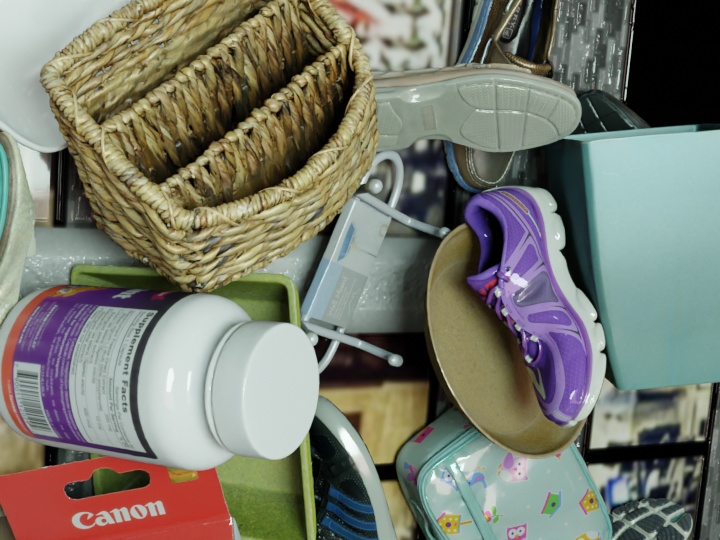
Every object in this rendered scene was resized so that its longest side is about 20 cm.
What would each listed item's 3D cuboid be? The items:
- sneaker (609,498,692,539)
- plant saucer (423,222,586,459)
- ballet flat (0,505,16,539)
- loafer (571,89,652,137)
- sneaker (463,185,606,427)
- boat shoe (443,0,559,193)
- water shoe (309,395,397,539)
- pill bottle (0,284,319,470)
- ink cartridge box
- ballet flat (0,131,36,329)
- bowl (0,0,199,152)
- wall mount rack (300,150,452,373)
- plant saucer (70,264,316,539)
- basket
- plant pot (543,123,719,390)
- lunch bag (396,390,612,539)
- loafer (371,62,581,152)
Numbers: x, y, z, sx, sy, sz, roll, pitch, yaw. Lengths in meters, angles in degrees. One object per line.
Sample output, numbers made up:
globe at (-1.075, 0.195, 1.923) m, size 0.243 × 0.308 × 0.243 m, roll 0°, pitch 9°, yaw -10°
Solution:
sneaker at (0.248, 0.306, 1.023) m, size 0.200 × 0.077 × 0.080 m, roll -45°, pitch 133°, yaw -6°
plant saucer at (0.115, 0.058, 0.861) m, size 0.199 × 0.035 × 0.202 m, roll 19°, pitch 59°, yaw -37°
ballet flat at (-0.248, 0.226, 0.781) m, size 0.067 × 0.046 × 0.200 m, roll -44°, pitch 114°, yaw -10°
loafer at (0.261, -0.090, 0.961) m, size 0.200 × 0.073 × 0.072 m, roll 50°, pitch 39°, yaw -16°
sneaker at (0.126, 0.029, 0.821) m, size 0.083 × 0.081 × 0.201 m, roll -4°, pitch 65°, yaw -29°
boat shoe at (0.120, -0.163, 0.869) m, size 0.072 × 0.072 × 0.202 m, roll 5°, pitch 97°, yaw -26°
water shoe at (-0.020, 0.204, 0.870) m, size 0.079 × 0.071 × 0.201 m, roll -24°, pitch 108°, yaw -17°
pill bottle at (-0.131, 0.068, 0.675) m, size 0.111 × 0.199 × 0.112 m, roll -9°, pitch 100°, yaw -59°
ink cartridge box at (-0.159, 0.225, 0.736) m, size 0.160 × 0.050 × 0.201 m, roll -11°, pitch 117°, yaw 3°
ballet flat at (-0.254, 0.002, 0.707) m, size 0.062 × 0.067 × 0.201 m, roll -8°, pitch 117°, yaw -66°
bowl at (-0.217, -0.205, 0.693) m, size 0.200 × 0.074 × 0.200 m, roll -47°, pitch 124°, yaw -14°
wall mount rack at (0.000, 0.000, 0.810) m, size 0.174 × 0.074 × 0.201 m, roll 23°, pitch 89°, yaw -60°
plant saucer at (-0.114, 0.093, 0.768) m, size 0.048 × 0.198 × 0.202 m, roll -23°, pitch 112°, yaw -59°
basket at (-0.083, -0.102, 0.690) m, size 0.200 × 0.142 × 0.150 m, roll -42°, pitch 148°, yaw -27°
plant pot at (0.235, -0.012, 0.848) m, size 0.140 × 0.141 × 0.202 m, roll -4°, pitch 98°, yaw -2°
lunch bag at (0.128, 0.213, 0.935) m, size 0.160 × 0.077 × 0.201 m, roll -34°, pitch 109°, yaw -17°
loafer at (0.070, -0.136, 0.818) m, size 0.198 × 0.063 × 0.072 m, roll -2°, pitch 136°, yaw 1°
